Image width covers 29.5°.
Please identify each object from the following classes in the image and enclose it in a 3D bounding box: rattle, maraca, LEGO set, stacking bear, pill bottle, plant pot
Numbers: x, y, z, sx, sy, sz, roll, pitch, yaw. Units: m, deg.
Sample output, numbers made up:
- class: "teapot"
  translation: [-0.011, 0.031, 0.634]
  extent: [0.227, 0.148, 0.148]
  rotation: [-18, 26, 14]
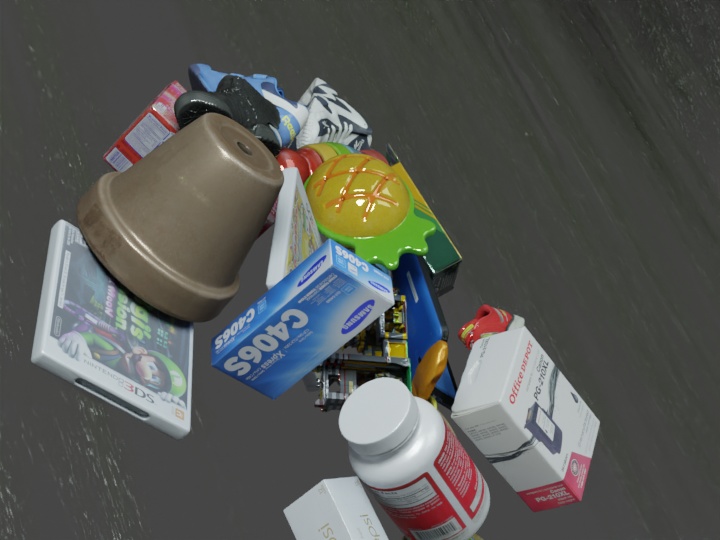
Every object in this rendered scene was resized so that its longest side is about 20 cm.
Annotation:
- class: "rattle"
  translation: [0.124, 0.198, 1.685]
  extent: [0.200, 0.143, 0.130]
  rotation: [44, 8, 2]
- class: "maraca"
  translation: [0.008, -0.074, 1.720]
  extent: [0.200, 0.137, 0.107]
  rotation: [49, -22, 36]
- class: "LEGO set"
  translation: [-0.011, 0.112, 1.594]
  extent: [0.115, 0.154, 0.201]
  rotation: [5, 66, -10]
- class: "stacking bear"
  translation: [-0.061, -0.119, 1.835]
  extent: [0.199, 0.114, 0.122]
  rotation: [4, 39, -46]
- class: "pill bottle"
  translation: [0.057, 0.210, 1.495]
  extent: [0.113, 0.112, 0.200]
  rotation: [-97, 159, -48]
- class: "plant pot"
  translation: [-0.180, -0.073, 1.484]
  extent: [0.200, 0.175, 0.200]
  rotation: [37, 19, -15]

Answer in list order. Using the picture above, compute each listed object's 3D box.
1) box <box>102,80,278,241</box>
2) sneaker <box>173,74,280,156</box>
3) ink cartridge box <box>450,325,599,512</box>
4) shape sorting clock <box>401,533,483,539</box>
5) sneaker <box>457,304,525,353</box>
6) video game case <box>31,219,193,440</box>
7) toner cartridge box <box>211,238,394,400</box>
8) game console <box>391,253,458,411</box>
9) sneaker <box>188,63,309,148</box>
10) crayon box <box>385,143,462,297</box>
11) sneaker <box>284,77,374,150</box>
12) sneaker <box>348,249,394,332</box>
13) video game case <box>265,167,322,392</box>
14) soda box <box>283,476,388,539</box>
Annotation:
- class: "box"
  translation: [-0.192, -0.113, 1.631]
  extent: [0.200, 0.100, 0.096]
  rotation: [44, 28, -11]
- class: "sneaker"
  translation: [-0.157, -0.189, 1.611]
  extent: [0.199, 0.060, 0.105]
  rotation: [25, 35, -50]
- class: "ink cartridge box"
  translation: [0.222, 0.197, 1.815]
  extent: [0.200, 0.084, 0.145]
  rotation: [50, 41, -24]
- class: "shape sorting clock"
  translation: [0.123, 0.369, 1.565]
  extent: [0.200, 0.039, 0.200]
  rotation: [34, 28, -21]
- class: "sneaker"
  translation: [0.176, 0.113, 1.960]
  extent: [0.085, 0.077, 0.200]
  rotation: [27, 28, 0]
- class: "video game case"
  translation: [-0.248, 0.059, 1.411]
  extent: [0.181, 0.023, 0.201]
  rotation: [34, 31, -30]
- class: "toner cartridge box"
  translation: [-0.065, 0.057, 1.497]
  extent: [0.095, 0.200, 0.043]
  rotation: [31, 34, -32]
- class: "game console"
  translation: [0.097, 0.065, 1.826]
  extent: [0.118, 0.171, 0.201]
  rotation: [3, 48, -25]
- class: "sneaker"
  translation: [-0.149, -0.220, 1.795]
  extent: [0.200, 0.082, 0.074]
  rotation: [37, -26, 31]
- class: "crayon box"
  translation: [0.066, -0.065, 1.945]
  extent: [0.201, 0.051, 0.126]
  rotation: [59, -12, 17]
- class: "sneaker"
  translation: [-0.036, -0.195, 1.994]
  extent: [0.129, 0.080, 0.199]
  rotation: [33, 20, -14]
- class: "sneaker"
  translation: [0.000, 0.000, 1.754]
  extent: [0.131, 0.079, 0.201]
  rotation: [64, 2, -59]
- class: "video game case"
  translation: [-0.069, 0.010, 1.621]
  extent: [0.201, 0.023, 0.183]
  rotation: [-85, 163, -46]
- class: "soda box"
  translation: [0.000, 0.316, 1.412]
  extent: [0.064, 0.068, 0.201]
  rotation: [6, 50, -54]
